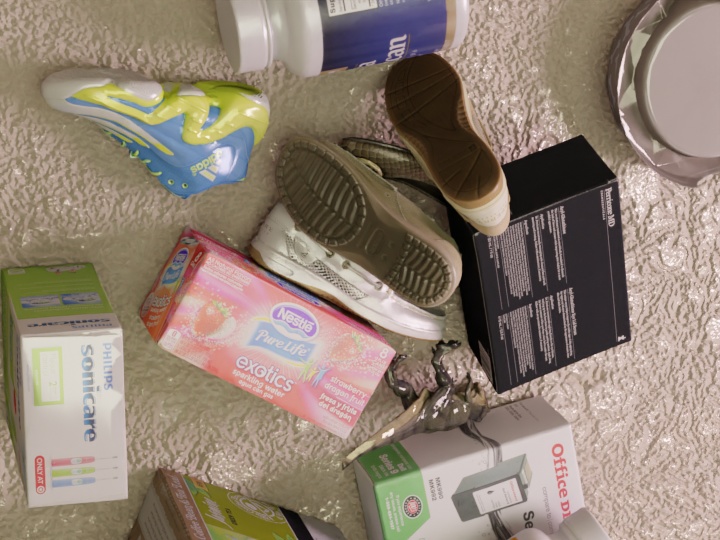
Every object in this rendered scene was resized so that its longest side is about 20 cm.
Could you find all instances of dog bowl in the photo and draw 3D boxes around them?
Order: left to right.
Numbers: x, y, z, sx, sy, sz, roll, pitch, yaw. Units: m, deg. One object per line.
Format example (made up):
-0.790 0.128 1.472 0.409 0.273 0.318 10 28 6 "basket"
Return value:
0.318 -0.178 1.730 0.199 0.059 0.201 -5 107 -15 "dog bowl"

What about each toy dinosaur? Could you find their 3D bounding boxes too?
0.056 0.113 1.696 0.199 0.047 0.089 -15 104 -43 "toy dinosaur"

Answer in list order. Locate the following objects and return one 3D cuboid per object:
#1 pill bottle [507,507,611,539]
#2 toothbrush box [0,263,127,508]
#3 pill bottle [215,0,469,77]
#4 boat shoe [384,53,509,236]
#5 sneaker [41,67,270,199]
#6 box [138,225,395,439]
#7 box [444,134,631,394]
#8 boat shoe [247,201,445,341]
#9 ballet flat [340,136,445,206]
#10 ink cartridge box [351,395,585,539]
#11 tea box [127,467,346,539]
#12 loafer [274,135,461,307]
0.144 0.304 1.695 0.199 0.111 0.111 -34 112 -4 "pill bottle"
-0.249 0.090 1.561 0.085 0.200 0.147 -4 107 -16 "toothbrush box"
-0.017 -0.225 1.589 0.199 0.111 0.112 -12 108 -12 "pill bottle"
0.077 -0.110 1.620 0.072 0.201 0.065 -29 138 2 "boat shoe"
-0.175 -0.112 1.593 0.199 0.076 0.106 4 104 -18 "sneaker"
-0.083 0.055 1.653 0.199 0.103 0.095 28 96 -21 "box"
0.162 -0.004 1.687 0.140 0.079 0.201 -19 132 -8 "box"
0.000 0.000 1.679 0.199 0.071 0.070 26 97 -20 "boat shoe"
0.067 -0.073 1.684 0.199 0.067 0.047 20 90 -27 "ballet flat"
0.106 0.220 1.764 0.199 0.084 0.147 -16 110 -12 "ink cartridge box"
-0.102 0.295 1.661 0.196 0.200 0.134 20 99 -21 "tea box"
0.009 -0.042 1.629 0.200 0.068 0.076 42 110 13 "loafer"
